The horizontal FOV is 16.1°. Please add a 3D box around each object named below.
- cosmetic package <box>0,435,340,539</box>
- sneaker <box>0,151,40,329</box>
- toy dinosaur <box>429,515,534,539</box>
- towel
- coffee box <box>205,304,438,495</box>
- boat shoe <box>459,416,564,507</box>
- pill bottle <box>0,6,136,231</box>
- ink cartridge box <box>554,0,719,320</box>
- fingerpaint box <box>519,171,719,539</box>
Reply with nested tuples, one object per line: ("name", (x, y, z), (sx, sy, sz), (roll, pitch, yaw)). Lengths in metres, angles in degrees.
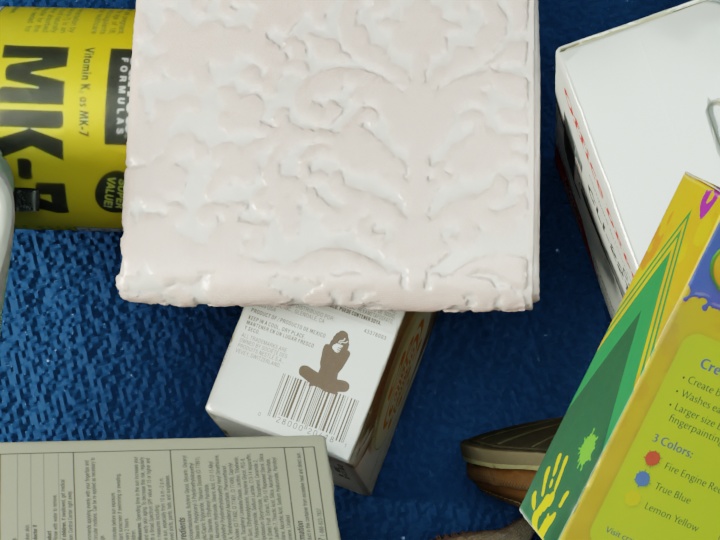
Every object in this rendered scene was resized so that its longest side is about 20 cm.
("cosmetic package", (-0.110, 0.135, 1.149), (0.199, 0.073, 0.104), (-1, 40, -6))
("sneaker", (-0.203, 0.031, 1.224), (0.073, 0.118, 0.201), (16, 102, -8))
("toy dinosaur", (0.028, 0.193, 1.249), (0.135, 0.086, 0.201), (7, 67, 25))
("towel", (-0.013, -0.074, 1.216), (0.199, 0.032, 0.192), (1, 76, 4))
("coffee box", (0.000, 0.000, 1.272), (0.079, 0.114, 0.201), (19, 79, 8))
("boat shoe", (0.115, 0.111, 1.217), (0.072, 0.200, 0.068), (-16, 99, -28))
("pill bottle", (-0.135, -0.077, 1.296), (0.199, 0.114, 0.115), (1, 78, 4))
("ink cartridge box", (0.154, -0.029, 1.224), (0.083, 0.200, 0.145), (-19, 77, -1))
("fingerpaint box", (0.195, 0.076, 1.091), (0.199, 0.073, 0.167), (24, 97, -13))
